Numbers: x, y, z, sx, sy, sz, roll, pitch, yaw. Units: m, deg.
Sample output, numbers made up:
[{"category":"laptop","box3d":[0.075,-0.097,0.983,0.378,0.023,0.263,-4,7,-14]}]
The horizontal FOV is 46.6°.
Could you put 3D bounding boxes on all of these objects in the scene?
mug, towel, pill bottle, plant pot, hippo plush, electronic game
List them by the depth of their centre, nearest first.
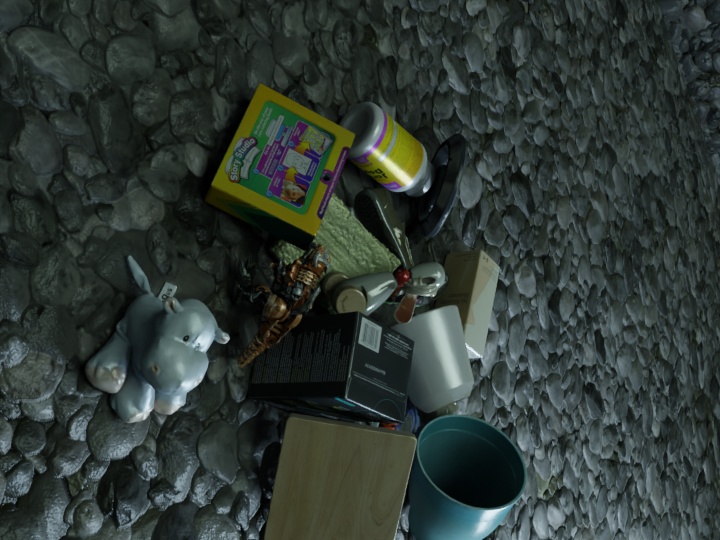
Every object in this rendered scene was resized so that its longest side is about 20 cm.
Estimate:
[{"category":"hippo plush","box3d":[-0.235,0.099,1.076,0.159,0.159,0.203,39,57,-39]},{"category":"towel","box3d":[-0.041,-0.019,1.359,0.200,0.036,0.149,43,86,-24]},{"category":"mug","box3d":[0.138,0.156,1.457,0.184,0.149,0.156,-10,74,-41]},{"category":"plant pot","box3d":[0.171,0.395,1.476,0.199,0.198,0.190,-35,149,-46]},{"category":"pill bottle","box3d":[0.052,-0.210,1.507,0.199,0.103,0.106,32,61,-42]},{"category":"electronic game","box3d":[0.153,-0.159,1.570,0.041,0.200,0.203,17,67,-10]}]

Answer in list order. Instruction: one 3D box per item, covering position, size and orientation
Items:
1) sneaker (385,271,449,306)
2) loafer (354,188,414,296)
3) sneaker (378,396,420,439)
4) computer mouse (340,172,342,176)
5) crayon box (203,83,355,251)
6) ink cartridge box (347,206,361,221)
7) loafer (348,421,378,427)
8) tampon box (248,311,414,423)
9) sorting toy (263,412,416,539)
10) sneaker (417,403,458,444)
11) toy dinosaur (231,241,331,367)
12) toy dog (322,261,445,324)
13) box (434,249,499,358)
[{"category":"sneaker","box3d":[0.111,0.030,1.560,0.198,0.083,0.078,-8,91,-50]},{"category":"loafer","box3d":[0.057,-0.052,1.435,0.069,0.074,0.203,-34,111,-42]},{"category":"sneaker","box3d":[0.047,0.304,1.455,0.078,0.075,0.203,38,55,-36]},{"category":"computer mouse","box3d":[-0.066,-0.125,1.418,0.058,0.034,0.203,23,61,-28]},{"category":"crayon box","box3d":[-0.119,-0.158,1.273,0.170,0.058,0.203,25,61,-9]},{"category":"ink cartridge box","box3d":[0.000,0.000,1.456,0.108,0.050,0.204,13,74,-49]},{"category":"loafer","box3d":[-0.004,0.278,1.337,0.071,0.063,0.203,15,97,-41]},{"category":"tampon box","box3d":[-0.043,0.150,1.268,0.149,0.197,0.129,30,63,-45]},{"category":"sorting toy","box3d":[-0.034,0.318,1.266,0.195,0.070,0.204,11,101,-8]},{"category":"sneaker","box3d":[0.138,0.234,1.556,0.075,0.091,0.203,-31,107,-46]},{"category":"toy dinosaur","box3d":[-0.124,0.043,1.221,0.200,0.135,0.103,-42,130,-17]},{"category":"toy dog","box3d":[0.036,0.050,1.322,0.132,0.196,0.098,-70,155,-67]},{"category":"box","box3d":[0.206,0.069,1.662,0.077,0.094,0.203,37,56,-39]}]
